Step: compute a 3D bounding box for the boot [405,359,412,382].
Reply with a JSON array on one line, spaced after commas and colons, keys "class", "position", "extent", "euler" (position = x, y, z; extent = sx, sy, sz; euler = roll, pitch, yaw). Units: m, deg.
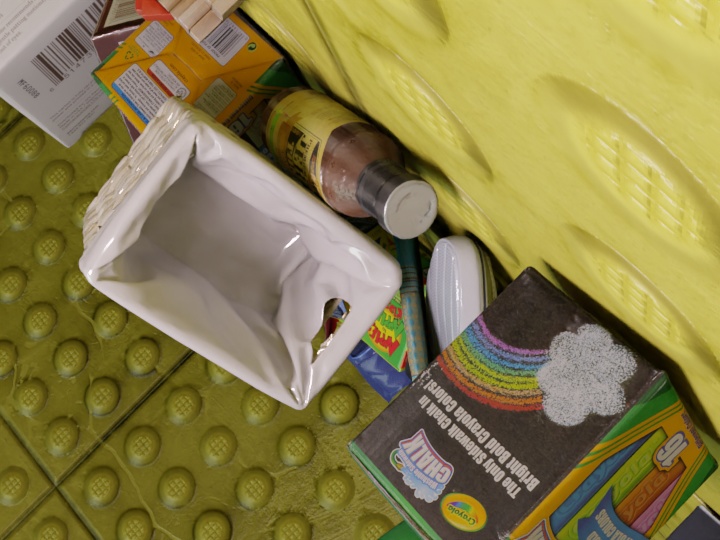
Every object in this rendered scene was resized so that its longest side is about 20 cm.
[{"class": "boot", "position": [0.148, 0.137, 1.055], "extent": [0.198, 0.074, 0.163], "euler": [20, -156, -47]}]

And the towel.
[{"class": "towel", "position": [0.042, 0.038, 0.922], "extent": [0.147, 0.021, 0.202], "euler": [59, -156, -77]}]

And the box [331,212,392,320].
[{"class": "box", "position": [-0.062, -0.015, 1.021], "extent": [0.199, 0.070, 0.065], "euler": [13, 129, 44]}]

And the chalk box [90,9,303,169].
[{"class": "chalk box", "position": [-0.112, -0.128, 0.981], "extent": [0.125, 0.124, 0.200], "euler": [45, 177, 24]}]

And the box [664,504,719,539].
[{"class": "box", "position": [0.266, 0.321, 0.942], "extent": [0.107, 0.200, 0.148], "euler": [41, 176, 45]}]

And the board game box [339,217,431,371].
[{"class": "board game box", "position": [0.000, 0.000, 1.161], "extent": [0.047, 0.102, 0.200], "euler": [-17, -135, -43]}]

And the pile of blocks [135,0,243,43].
[{"class": "pile of blocks", "position": [-0.161, -0.231, 0.873], "extent": [0.200, 0.062, 0.082], "euler": [43, 176, 44]}]

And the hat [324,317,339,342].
[{"class": "hat", "position": [-0.031, 0.016, 1.255], "extent": [0.200, 0.176, 0.166], "euler": [47, 177, -23]}]

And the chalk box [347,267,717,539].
[{"class": "chalk box", "position": [0.087, 0.127, 0.681], "extent": [0.125, 0.200, 0.124], "euler": [43, 176, 45]}]

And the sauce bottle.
[{"class": "sauce bottle", "position": [-0.010, -0.077, 0.805], "extent": [0.065, 0.065, 0.200], "euler": [48, 176, -33]}]

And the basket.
[{"class": "basket", "position": [-0.091, -0.017, 0.838], "extent": [0.200, 0.136, 0.123], "euler": [36, -175, -27]}]

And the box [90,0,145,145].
[{"class": "box", "position": [-0.186, -0.166, 1.106], "extent": [0.101, 0.074, 0.201], "euler": [-90, -14, -52]}]

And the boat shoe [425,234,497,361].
[{"class": "boat shoe", "position": [0.091, 0.062, 0.874], "extent": [0.072, 0.062, 0.202], "euler": [-128, 29, -58]}]

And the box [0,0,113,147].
[{"class": "box", "position": [-0.322, -0.277, 1.199], "extent": [0.171, 0.199, 0.200], "euler": [45, 177, 16]}]

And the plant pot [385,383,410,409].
[{"class": "plant pot", "position": [0.115, 0.192, 1.186], "extent": [0.200, 0.188, 0.187], "euler": [35, -175, -43]}]

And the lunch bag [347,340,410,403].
[{"class": "lunch bag", "position": [0.069, 0.101, 1.401], "extent": [0.132, 0.136, 0.200], "euler": [46, 178, -7]}]
